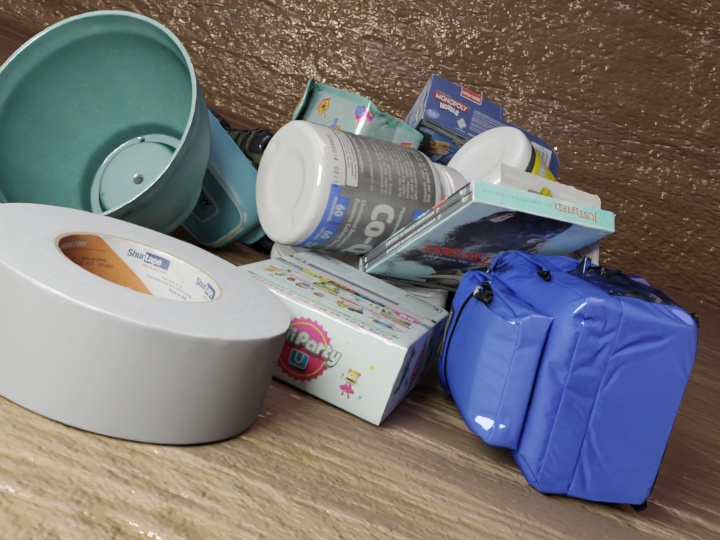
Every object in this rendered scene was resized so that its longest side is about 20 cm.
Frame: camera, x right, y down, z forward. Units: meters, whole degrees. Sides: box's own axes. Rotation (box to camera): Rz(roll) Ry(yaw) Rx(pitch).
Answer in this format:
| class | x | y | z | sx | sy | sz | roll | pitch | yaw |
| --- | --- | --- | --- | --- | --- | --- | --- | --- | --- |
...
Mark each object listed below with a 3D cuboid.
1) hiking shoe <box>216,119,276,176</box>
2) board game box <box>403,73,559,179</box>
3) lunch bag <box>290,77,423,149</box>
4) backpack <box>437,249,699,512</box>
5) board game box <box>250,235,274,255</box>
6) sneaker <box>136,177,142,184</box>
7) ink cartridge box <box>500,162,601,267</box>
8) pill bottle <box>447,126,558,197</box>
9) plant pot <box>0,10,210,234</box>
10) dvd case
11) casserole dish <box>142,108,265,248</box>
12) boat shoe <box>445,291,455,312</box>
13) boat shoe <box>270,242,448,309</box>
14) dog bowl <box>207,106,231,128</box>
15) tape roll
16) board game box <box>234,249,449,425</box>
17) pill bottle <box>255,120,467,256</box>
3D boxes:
| class | x | y | z | sx | sy | sz | roll | pitch | yaw |
| --- | --- | --- | --- | --- | --- | --- | --- | --- | --- |
| hiking shoe | -0.124 | -0.128 | 0.880 | 0.199 | 0.101 | 0.076 | 34 | 53 | -6 |
| board game box | 0.125 | -0.156 | 1.076 | 0.198 | 0.063 | 0.199 | 21 | -15 | -20 |
| lunch bag | -0.043 | -0.137 | 1.018 | 0.121 | 0.172 | 0.199 | 22 | 9 | -41 |
| backpack | 0.148 | 0.061 | 0.661 | 0.165 | 0.165 | 0.200 | 16 | 12 | -10 |
| board game box | -0.091 | -0.043 | 1.025 | 0.198 | 0.035 | 0.135 | 26 | 11 | 17 |
| sneaker | -0.214 | -0.109 | 0.968 | 0.199 | 0.080 | 0.129 | 43 | -32 | -8 |
| ink cartridge box | 0.198 | 0.005 | 0.815 | 0.049 | 0.203 | 0.161 | -11 | 22 | -22 |
| pill bottle | 0.188 | -0.056 | 0.943 | 0.200 | 0.113 | 0.112 | 46 | -2 | -30 |
| plant pot | -0.217 | -0.104 | 0.734 | 0.198 | 0.202 | 0.134 | 25 | -15 | 19 |
| dvd case | 0.105 | -0.022 | 0.734 | 0.144 | 0.022 | 0.200 | 10 | -20 | -25 |
| casserole dish | -0.175 | -0.102 | 0.853 | 0.201 | 0.120 | 0.039 | 52 | 44 | -13 |
| boat shoe | 0.115 | 0.025 | 0.892 | 0.059 | 0.073 | 0.203 | -14 | 44 | -9 |
| boat shoe | 0.000 | 0.000 | 0.877 | 0.198 | 0.069 | 0.072 | 27 | 32 | 11 |
| dog bowl | -0.275 | -0.181 | 1.088 | 0.197 | 0.075 | 0.200 | 14 | -9 | 2 |
| tape roll | -0.145 | 0.026 | 0.510 | 0.198 | 0.067 | 0.200 | 22 | 11 | -4 |
| board game box | -0.015 | 0.045 | 0.681 | 0.146 | 0.065 | 0.200 | 24 | 10 | 13 |
| pill bottle | 0.008 | -0.070 | 0.803 | 0.198 | 0.115 | 0.113 | 7 | 18 | -38 |
